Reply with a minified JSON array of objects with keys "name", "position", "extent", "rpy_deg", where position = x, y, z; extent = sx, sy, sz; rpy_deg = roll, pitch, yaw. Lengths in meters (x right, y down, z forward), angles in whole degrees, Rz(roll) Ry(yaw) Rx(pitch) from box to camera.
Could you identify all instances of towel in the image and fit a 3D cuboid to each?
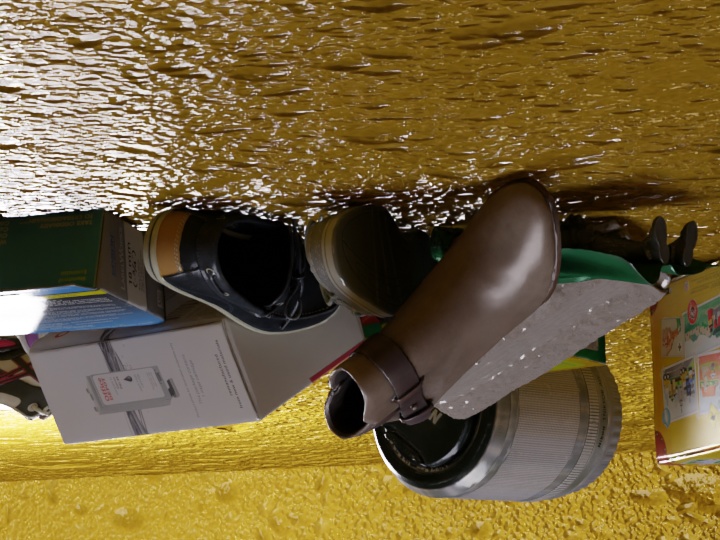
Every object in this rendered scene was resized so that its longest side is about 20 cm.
[{"name":"towel","position":[0.124,0.040,1.758],"extent":[0.200,0.035,0.133],"rpy_deg":[-34,152,12]}]

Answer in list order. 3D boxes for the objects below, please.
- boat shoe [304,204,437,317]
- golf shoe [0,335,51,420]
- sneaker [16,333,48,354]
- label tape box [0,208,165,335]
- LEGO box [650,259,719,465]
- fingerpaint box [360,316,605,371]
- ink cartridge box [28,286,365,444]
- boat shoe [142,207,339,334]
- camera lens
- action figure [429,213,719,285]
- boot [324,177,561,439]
[{"name":"boat shoe","position":[0.000,-0.002,1.659],"extent":[0.065,0.075,0.202],"rpy_deg":[-9,176,17]},{"name":"golf shoe","position":[-0.260,0.088,2.122],"extent":[0.199,0.088,0.077],"rpy_deg":[-6,168,17]},{"name":"sneaker","position":[-0.184,0.044,1.966],"extent":[0.199,0.075,0.100],"rpy_deg":[6,-178,-21]},{"name":"label tape box","position":[-0.227,-0.001,1.637],"extent":[0.144,0.063,0.200],"rpy_deg":[-5,171,11]},{"name":"LEGO box","position":[0.302,0.072,1.916],"extent":[0.077,0.149,0.200],"rpy_deg":[1,171,-16]},{"name":"fingerpaint box","position":[0.070,0.037,1.900],"extent":[0.167,0.074,0.200],"rpy_deg":[-9,167,36]},{"name":"ink cartridge box","position":[-0.121,0.056,1.795],"extent":[0.200,0.083,0.146],"rpy_deg":[-9,-164,38]},{"name":"boat shoe","position":[-0.065,0.001,1.657],"extent":[0.062,0.075,0.200],"rpy_deg":[0,168,35]},{"name":"camera lens","position":[0.121,0.128,2.199],"extent":[0.160,0.160,0.200],"rpy_deg":[-10,168,41]},{"name":"action figure","position":[0.128,-0.016,1.647],"extent":[0.200,0.055,0.118],"rpy_deg":[0,175,37]},{"name":"boot","position":[0.048,0.035,1.576],"extent":[0.146,0.070,0.200],"rpy_deg":[-33,157,-28]}]
